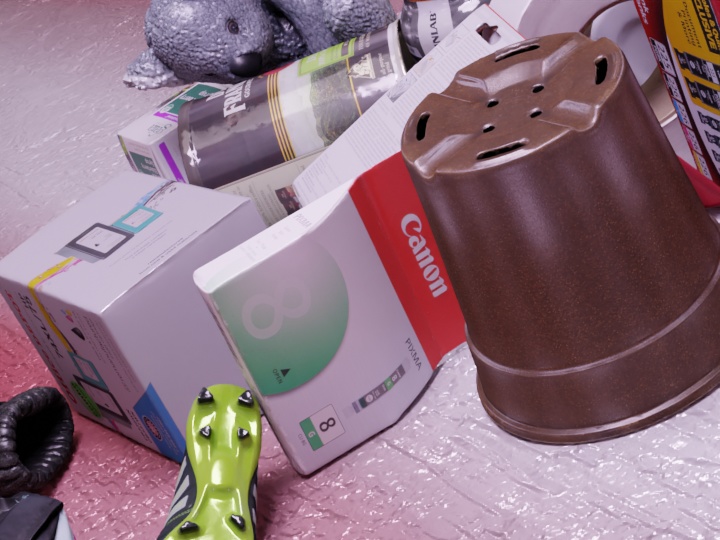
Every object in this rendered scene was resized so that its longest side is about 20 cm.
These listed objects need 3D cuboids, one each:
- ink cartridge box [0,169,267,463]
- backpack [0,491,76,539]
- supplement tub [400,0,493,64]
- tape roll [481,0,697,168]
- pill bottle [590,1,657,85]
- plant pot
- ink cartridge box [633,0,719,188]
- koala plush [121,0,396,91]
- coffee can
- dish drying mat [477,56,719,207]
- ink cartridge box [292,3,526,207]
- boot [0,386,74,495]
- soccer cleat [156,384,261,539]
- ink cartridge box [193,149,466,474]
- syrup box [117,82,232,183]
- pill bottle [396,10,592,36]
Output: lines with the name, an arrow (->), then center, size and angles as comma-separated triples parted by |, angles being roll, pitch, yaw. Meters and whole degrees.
ink cartridge box -> -0.154, 0.030, 1.404 | 0.146, 0.147, 0.200 | -39, 27, -22
backpack -> -0.246, 0.231, 1.143 | 0.167, 0.127, 0.200 | 1, 34, 24
supplement tub -> 0.109, -0.165, 1.458 | 0.122, 0.200, 0.123 | -22, 26, 11
tape roll -> 0.192, -0.161, 1.373 | 0.202, 0.203, 0.071 | -27, 26, -2
pill bottle -> 0.274, -0.229, 1.524 | 0.114, 0.114, 0.200 | -7, 32, 35
plant pot -> 0.132, -0.030, 1.176 | 0.200, 0.198, 0.200 | -20, 30, 12
ink cartridge box -> 0.273, -0.138, 1.252 | 0.084, 0.200, 0.176 | -30, 25, -8
koala plush -> -0.108, -0.212, 1.636 | 0.200, 0.178, 0.184 | -3, 43, -37
coffee can -> -0.032, -0.106, 1.545 | 0.200, 0.147, 0.146 | -20, 26, 13
dish drying mat -> 0.169, -0.093, 1.290 | 0.077, 0.200, 0.018 | 4, 67, 53
ink cartridge box -> 0.045, -0.097, 1.344 | 0.200, 0.050, 0.109 | -43, 26, 6
boot -> -0.298, 0.113, 1.456 | 0.158, 0.079, 0.211 | -24, 36, 21
soccer cleat -> -0.096, 0.168, 1.196 | 0.067, 0.081, 0.200 | 8, 53, 2
ink cartridge box -> 0.008, 0.022, 1.250 | 0.200, 0.161, 0.050 | -30, 28, -7
syrup box -> -0.125, -0.146, 1.782 | 0.200, 0.082, 0.079 | -35, 26, -20
pill bottle -> 0.128, -0.222, 1.594 | 0.200, 0.109, 0.109 | -29, 18, 43
